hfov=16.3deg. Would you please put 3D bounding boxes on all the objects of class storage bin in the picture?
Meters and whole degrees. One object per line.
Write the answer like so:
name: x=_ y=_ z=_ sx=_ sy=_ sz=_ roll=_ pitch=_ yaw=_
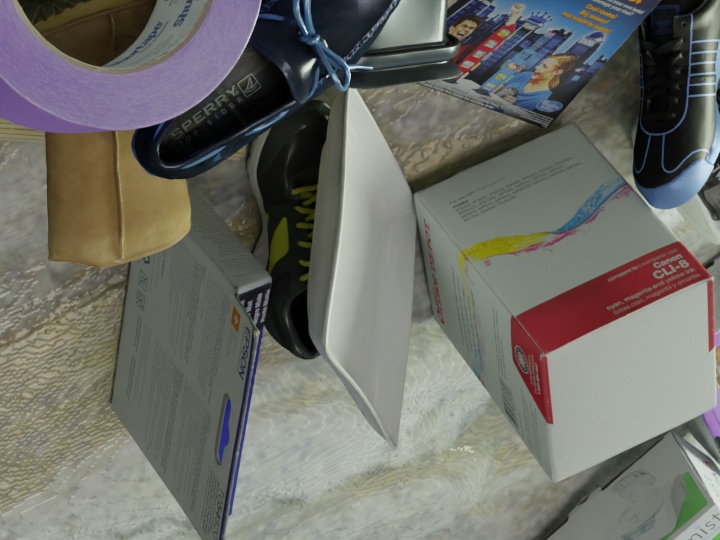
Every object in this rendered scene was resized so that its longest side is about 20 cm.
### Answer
storage bin: x=-0.019 y=-0.211 z=1.602 sx=0.145 sy=0.200 sz=0.135 roll=-11 pitch=118 yaw=-43

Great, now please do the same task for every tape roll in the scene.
tape roll: x=-0.153 y=-0.178 z=1.408 sx=0.199 sy=0.066 sz=0.201 roll=-2 pitch=93 yaw=-33

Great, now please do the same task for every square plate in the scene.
square plate: x=0.000 y=0.000 z=1.756 sx=0.028 sy=0.201 sz=0.198 roll=-1 pitch=156 yaw=15

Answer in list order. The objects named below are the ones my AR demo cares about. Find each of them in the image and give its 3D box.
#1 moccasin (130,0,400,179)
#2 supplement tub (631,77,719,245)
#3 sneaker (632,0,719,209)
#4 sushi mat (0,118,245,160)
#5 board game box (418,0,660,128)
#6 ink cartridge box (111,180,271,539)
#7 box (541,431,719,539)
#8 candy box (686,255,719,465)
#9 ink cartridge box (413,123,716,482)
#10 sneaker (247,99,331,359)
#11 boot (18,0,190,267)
moccasin: x=-0.046 y=-0.118 z=1.481 sx=0.200 sy=0.068 sz=0.080 roll=-45 pitch=103 yaw=1
supplement tub: x=0.316 y=-0.122 z=1.910 sx=0.200 sy=0.123 sz=0.123 roll=-37 pitch=133 yaw=-3
sneaker: x=0.228 y=-0.146 z=1.831 sx=0.078 sy=0.070 sz=0.201 roll=38 pitch=58 yaw=-43
sushi mat: x=-0.152 y=-0.124 z=1.700 sx=0.199 sy=0.012 sz=0.096 roll=3 pitch=120 yaw=-33
board game box: x=0.124 y=-0.197 z=1.721 sx=0.200 sy=0.062 sz=0.200 roll=15 pitch=136 yaw=-44
ink cartridge box: x=-0.109 y=0.068 z=1.734 sx=0.040 sy=0.200 sz=0.200 roll=-6 pitch=125 yaw=-27
box: x=0.255 y=0.258 z=2.145 sx=0.200 sy=0.097 sz=0.176 roll=-42 pitch=135 yaw=14
candy box: x=0.349 y=0.051 z=2.086 sx=0.200 sy=0.072 sz=0.168 roll=-35 pitch=132 yaw=-5
ink cartridge box: x=0.150 y=0.020 z=1.851 sx=0.144 sy=0.200 sz=0.146 roll=-25 pitch=137 yaw=-13
sneaker: x=-0.033 y=-0.026 z=1.792 sx=0.074 sy=0.085 sz=0.201 roll=-13 pitch=127 yaw=-24
boot: x=-0.183 y=-0.085 z=1.516 sx=0.175 sy=0.066 sz=0.201 roll=-16 pitch=130 yaw=-21
